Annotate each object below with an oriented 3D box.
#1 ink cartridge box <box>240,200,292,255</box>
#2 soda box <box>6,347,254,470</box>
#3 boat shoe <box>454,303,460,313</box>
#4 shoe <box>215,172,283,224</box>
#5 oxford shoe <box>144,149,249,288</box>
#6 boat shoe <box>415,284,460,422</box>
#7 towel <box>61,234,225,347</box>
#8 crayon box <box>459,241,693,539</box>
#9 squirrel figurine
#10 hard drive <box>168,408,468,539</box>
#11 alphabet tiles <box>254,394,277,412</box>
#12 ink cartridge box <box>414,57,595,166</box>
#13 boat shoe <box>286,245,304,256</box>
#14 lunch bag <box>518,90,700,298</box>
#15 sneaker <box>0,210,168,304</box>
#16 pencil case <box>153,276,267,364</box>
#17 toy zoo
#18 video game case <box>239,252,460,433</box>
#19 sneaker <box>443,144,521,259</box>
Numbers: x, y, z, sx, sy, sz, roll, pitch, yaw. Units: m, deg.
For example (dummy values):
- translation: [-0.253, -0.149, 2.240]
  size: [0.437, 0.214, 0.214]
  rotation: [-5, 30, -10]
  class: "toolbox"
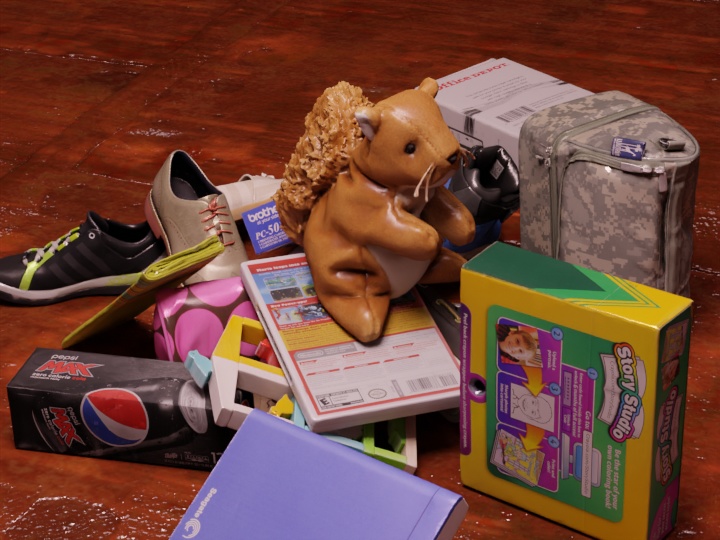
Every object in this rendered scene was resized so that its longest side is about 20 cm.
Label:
- translation: [-0.043, -0.056, 1.704]
  size: [0.094, 0.044, 0.200]
  rotation: [-21, 0, 11]
  class: "ink cartridge box"
- translation: [-0.192, 0.117, 1.484]
  size: [0.199, 0.064, 0.071]
  rotation: [5, 29, 13]
  class: "soda box"
- translation: [0.148, 0.051, 1.585]
  size: [0.199, 0.063, 0.075]
  rotation: [11, 32, 25]
  class: "boat shoe"
- translation: [-0.122, -0.075, 1.810]
  size: [0.199, 0.054, 0.070]
  rotation: [-20, -4, -39]
  class: "shoe"
- translation: [-0.145, -0.030, 1.652]
  size: [0.070, 0.075, 0.200]
  rotation: [-15, 53, -33]
  class: "oxford shoe"
- translation: [0.065, 0.059, 1.560]
  size: [0.060, 0.072, 0.201]
  rotation: [-11, 41, -26]
  class: "boat shoe"
- translation: [-0.200, 0.021, 1.581]
  size: [0.086, 0.018, 0.200]
  rotation: [-23, -6, -37]
  class: "towel"
- translation: [0.162, 0.097, 1.351]
  size: [0.172, 0.201, 0.058]
  rotation: [18, 33, 32]
  class: "crayon box"
- translation: [0.007, -0.080, 1.485]
  size: [0.141, 0.187, 0.200]
  rotation: [-25, 50, -34]
  class: "squirrel figurine"
- translation: [-0.035, 0.192, 1.309]
  size: [0.199, 0.025, 0.132]
  rotation: [19, 67, 34]
  class: "hard drive"
- translation: [-0.054, 0.085, 1.593]
  size: [0.199, 0.008, 0.167]
  rotation: [-1, 28, 1]
  class: "alphabet tiles"
- translation: [0.172, -0.155, 1.942]
  size: [0.145, 0.085, 0.200]
  rotation: [-22, 34, -32]
  class: "ink cartridge box"
- translation: [0.000, 0.000, 1.680]
  size: [0.199, 0.071, 0.064]
  rotation: [-23, 34, -38]
  class: "boat shoe"
- translation: [0.241, -0.052, 1.625]
  size: [0.139, 0.201, 0.168]
  rotation: [-17, 30, -26]
  class: "lunch bag"
- translation: [-0.274, -0.023, 1.726]
  size: [0.199, 0.083, 0.072]
  rotation: [-6, 28, -8]
  class: "sneaker"
- translation: [-0.086, 0.050, 1.567]
  size: [0.199, 0.094, 0.091]
  rotation: [-10, -16, -14]
  class: "pencil case"
- translation: [-0.049, 0.100, 1.459]
  size: [0.199, 0.021, 0.131]
  rotation: [19, 32, -11]
  class: "toy zoo"
- translation: [-0.006, 0.052, 1.487]
  size: [0.142, 0.018, 0.200]
  rotation: [-9, 43, -19]
  class: "video game case"
- translation: [0.122, -0.072, 1.723]
  size: [0.077, 0.111, 0.200]
  rotation: [45, 23, 8]
  class: "sneaker"
